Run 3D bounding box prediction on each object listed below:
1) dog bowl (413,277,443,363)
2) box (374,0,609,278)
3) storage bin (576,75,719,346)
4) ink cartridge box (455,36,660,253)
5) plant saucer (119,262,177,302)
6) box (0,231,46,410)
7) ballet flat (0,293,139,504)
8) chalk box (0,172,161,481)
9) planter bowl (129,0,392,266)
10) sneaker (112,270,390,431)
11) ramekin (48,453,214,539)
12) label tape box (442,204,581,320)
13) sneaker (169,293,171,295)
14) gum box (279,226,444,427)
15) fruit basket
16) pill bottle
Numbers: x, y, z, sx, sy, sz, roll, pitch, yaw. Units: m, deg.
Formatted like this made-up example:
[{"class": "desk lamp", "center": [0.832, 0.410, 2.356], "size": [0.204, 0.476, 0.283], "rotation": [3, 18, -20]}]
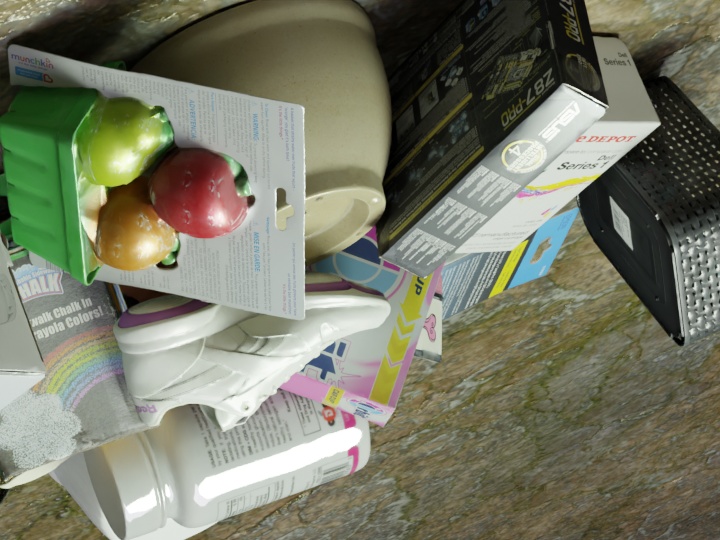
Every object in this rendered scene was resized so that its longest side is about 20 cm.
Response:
[{"class": "dog bowl", "center": [-0.023, 0.015, 1.738], "size": [0.200, 0.074, 0.200], "rotation": [15, 179, 0]}, {"class": "box", "center": [0.081, -0.115, 1.511], "size": [0.049, 0.161, 0.200], "rotation": [26, 128, -28]}, {"class": "storage bin", "center": [0.256, -0.051, 1.783], "size": [0.094, 0.200, 0.135], "rotation": [-22, 130, -10]}, {"class": "ink cartridge box", "center": [0.116, -0.097, 1.722], "size": [0.145, 0.084, 0.200], "rotation": [-3, 151, -42]}, {"class": "plant saucer", "center": [-0.209, 0.039, 1.727], "size": [0.200, 0.037, 0.200], "rotation": [-35, 158, -16]}, {"class": "box", "center": [-0.314, 0.021, 1.393], "size": [0.176, 0.200, 0.097], "rotation": [-35, 156, 32]}, {"class": "ballet flat", "center": [-0.230, 0.107, 1.679], "size": [0.200, 0.068, 0.068], "rotation": [-44, 159, 7]}, {"class": "chalk box", "center": [-0.235, 0.026, 1.555], "size": [0.124, 0.200, 0.124], "rotation": [-19, -167, -4]}, {"class": "planter bowl", "center": [-0.061, -0.080, 1.507], "size": [0.200, 0.135, 0.200], "rotation": [-20, 159, -8]}, {"class": "sneaker", "center": [-0.074, 0.056, 1.526], "size": [0.200, 0.100, 0.075], "rotation": [-11, -168, -18]}, {"class": "ramekin", "center": [-0.157, 0.139, 1.793], "size": [0.200, 0.098, 0.201], "rotation": [-28, 149, -19]}, {"class": "label tape box", "center": [0.082, -0.012, 1.921], "size": [0.200, 0.063, 0.144], "rotation": [-25, 161, -20]}, {"class": "sneaker", "center": [-0.111, -0.008, 1.632], "size": [0.075, 0.200, 0.078], "rotation": [12, 157, 31]}, {"class": "gum box", "center": [0.000, 0.000, 1.615], "size": [0.113, 0.200, 0.066], "rotation": [20, 163, -1]}, {"class": "fruit basket", "center": [-0.129, -0.058, 1.412], "size": [0.200, 0.094, 0.185], "rotation": [8, 132, 8]}, {"class": "pill bottle", "center": [-0.103, 0.129, 1.652], "size": [0.200, 0.113, 0.113], "rotation": [-18, 159, -19]}]
